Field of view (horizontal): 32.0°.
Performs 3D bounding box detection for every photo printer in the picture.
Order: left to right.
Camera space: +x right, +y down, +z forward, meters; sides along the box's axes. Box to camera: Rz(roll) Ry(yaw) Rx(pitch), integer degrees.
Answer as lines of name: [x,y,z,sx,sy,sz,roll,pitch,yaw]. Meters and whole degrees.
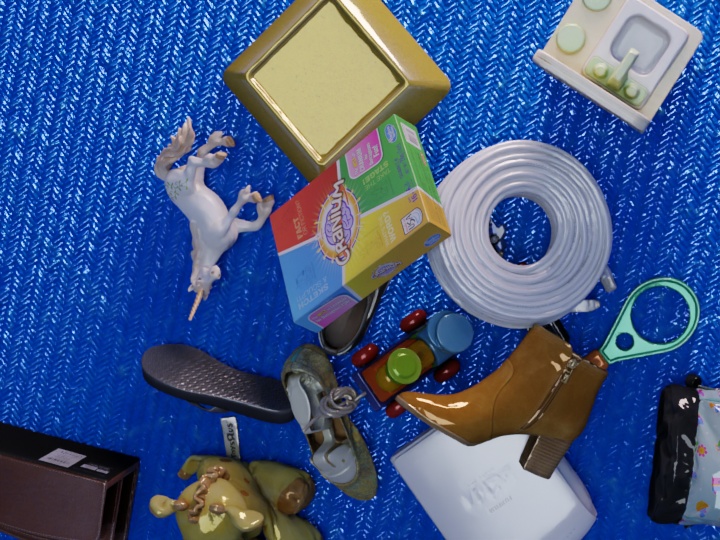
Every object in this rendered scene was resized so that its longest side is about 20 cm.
photo printer: [0.153,0.244,1.401,0.166,0.069,0.201,-36,87,13]

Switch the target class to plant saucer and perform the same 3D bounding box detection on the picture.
plant saucer: [-0.034,-0.213,1.412,0.200,0.048,0.200,-42,86,14]

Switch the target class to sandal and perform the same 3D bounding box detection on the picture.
sandal: [-0.169,0.142,1.468,0.198,0.076,0.043,19,126,11]

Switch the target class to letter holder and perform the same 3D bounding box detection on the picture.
letter holder: [-0.385,0.283,1.513,0.198,0.101,0.144,12,100,11]

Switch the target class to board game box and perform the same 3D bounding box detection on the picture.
board game box: [-0.005,-0.049,1.362,0.199,0.040,0.154,-37,50,27]

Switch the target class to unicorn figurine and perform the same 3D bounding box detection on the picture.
unicorn figurine: [-0.173,-0.064,1.452,0.137,0.074,0.201,-36,73,23]

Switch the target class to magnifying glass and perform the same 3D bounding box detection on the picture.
magnifying glass: [0.284,0.083,1.382,0.200,0.022,0.080,-39,86,14]

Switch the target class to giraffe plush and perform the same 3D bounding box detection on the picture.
giraffe plush: [-0.148,0.279,1.425,0.171,0.162,0.202,-24,90,14]

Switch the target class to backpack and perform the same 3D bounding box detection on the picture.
backpack: [0.409,0.207,1.312,0.198,0.127,0.169,8,94,9]

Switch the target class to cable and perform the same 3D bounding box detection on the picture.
cable: [0.169,-0.039,1.347,0.198,0.069,0.202,-14,87,-5]

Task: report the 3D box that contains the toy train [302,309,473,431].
toy train: [0.031,0.115,1.356,0.199,0.116,0.085,-34,87,-18]

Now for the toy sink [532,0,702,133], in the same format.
toy sink: [0.261,-0.220,1.266,0.130,0.200,0.113,34,102,8]

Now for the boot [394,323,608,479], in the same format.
boot: [0.150,0.119,1.324,0.200,0.071,0.145,24,93,-9]

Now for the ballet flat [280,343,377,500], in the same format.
ballet flat: [-0.040,0.183,1.426,0.070,0.071,0.202,-17,102,14]

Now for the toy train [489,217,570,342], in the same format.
toy train: [0.175,0.015,1.393,0.046,0.034,0.201,-32,88,10]

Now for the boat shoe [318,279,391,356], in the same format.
boat shoe: [0.000,0.000,1.416,0.071,0.068,0.202,20,98,12]
